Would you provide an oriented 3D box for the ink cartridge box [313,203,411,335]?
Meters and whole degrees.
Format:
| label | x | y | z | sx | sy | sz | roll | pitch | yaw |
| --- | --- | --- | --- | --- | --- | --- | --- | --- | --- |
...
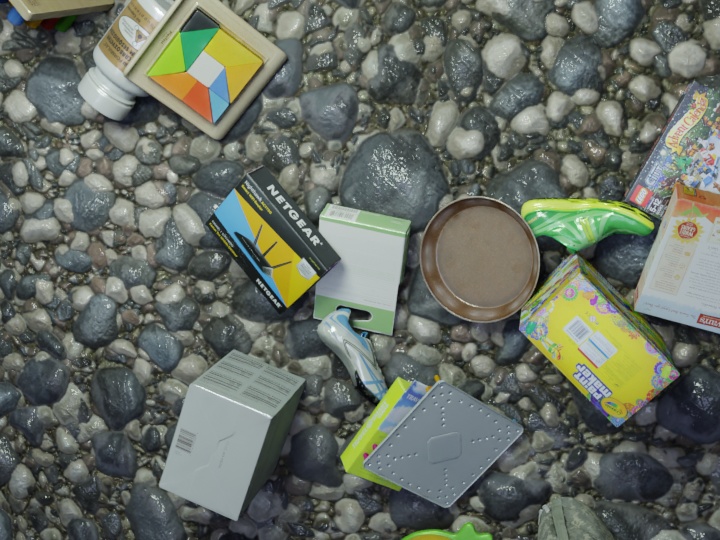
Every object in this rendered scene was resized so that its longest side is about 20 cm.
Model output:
| label | x | y | z | sx | sy | sz | roll | pitch | yaw |
| --- | --- | --- | --- | --- | --- | --- | --- | --- | --- |
| ink cartridge box | 0.000 | 0.000 | 1.452 | 0.145 | 0.048 | 0.201 | 12 | 124 | 10 |

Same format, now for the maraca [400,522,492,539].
| label | x | y | z | sx | sy | sz | roll | pitch | yaw |
| --- | --- | --- | --- | --- | --- | --- | --- | --- | --- |
| maraca | 0.139 | 0.499 | 1.489 | 0.199 | 0.107 | 0.138 | -22 | 95 | 15 |

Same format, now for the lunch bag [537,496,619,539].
| label | x | y | z | sx | sy | sz | roll | pitch | yaw |
| --- | --- | --- | --- | --- | --- | --- | --- | --- | --- |
| lunch bag | 0.351 | 0.470 | 1.395 | 0.139 | 0.200 | 0.168 | -26 | 98 | 13 |

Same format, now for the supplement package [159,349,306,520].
| label | x | y | z | sx | sy | sz | roll | pitch | yaw |
| --- | --- | --- | --- | --- | --- | --- | --- | --- | --- |
| supplement package | -0.209 | 0.266 | 1.467 | 0.146 | 0.200 | 0.192 | 22 | 104 | 7 |

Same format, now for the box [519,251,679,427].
| label | x | y | z | sx | sy | sz | roll | pitch | yaw |
| --- | --- | --- | --- | --- | --- | --- | --- | --- | --- |
| box | 0.352 | 0.094 | 1.320 | 0.200 | 0.193 | 0.122 | 45 | 107 | 1 |

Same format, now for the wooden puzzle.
| label | x | y | z | sx | sy | sz | roll | pitch | yaw |
| --- | --- | --- | --- | --- | --- | --- | --- | --- | --- |
| wooden puzzle | -0.241 | -0.320 | 1.386 | 0.200 | 0.037 | 0.185 | 32 | 109 | -34 |

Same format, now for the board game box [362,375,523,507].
| label | x | y | z | sx | sy | sz | roll | pitch | yaw |
| --- | --- | --- | --- | --- | --- | --- | --- | --- | --- |
| board game box | 0.134 | 0.282 | 1.441 | 0.199 | 0.026 | 0.200 | 32 | 108 | -29 |

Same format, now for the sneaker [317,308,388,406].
| label | x | y | z | sx | sy | sz | roll | pitch | yaw |
| --- | --- | --- | --- | --- | --- | --- | --- | --- | --- |
| sneaker | 0.006 | 0.152 | 1.468 | 0.072 | 0.072 | 0.201 | -38 | 106 | -18 |

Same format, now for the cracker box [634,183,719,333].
| label | x | y | z | sx | sy | sz | roll | pitch | yaw |
| --- | --- | --- | --- | --- | --- | --- | --- | --- | --- |
| cracker box | 0.501 | -0.015 | 1.306 | 0.133 | 0.058 | 0.201 | 16 | 123 | 7 |

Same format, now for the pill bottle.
| label | x | y | z | sx | sy | sz | roll | pitch | yaw |
| --- | --- | --- | --- | --- | --- | --- | --- | --- | --- |
| pill bottle | -0.363 | -0.346 | 1.422 | 0.114 | 0.114 | 0.200 | 43 | 106 | 1 |

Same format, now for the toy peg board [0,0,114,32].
| label | x | y | z | sx | sy | sz | roll | pitch | yaw |
| --- | --- | --- | --- | --- | --- | --- | --- | --- | --- |
| toy peg board | -0.538 | -0.464 | 1.402 | 0.098 | 0.199 | 0.200 | -38 | 92 | 32 |

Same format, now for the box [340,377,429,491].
| label | x | y | z | sx | sy | sz | roll | pitch | yaw |
| --- | --- | --- | --- | --- | --- | --- | --- | --- | --- |
| box | 0.070 | 0.265 | 1.460 | 0.122 | 0.048 | 0.201 | 26 | 108 | -29 |

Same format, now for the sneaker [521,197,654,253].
| label | x | y | z | sx | sy | sz | roll | pitch | yaw |
| --- | --- | --- | --- | --- | --- | --- | --- | --- | --- |
| sneaker | 0.347 | -0.068 | 1.354 | 0.199 | 0.074 | 0.084 | 5 | 101 | 21 |

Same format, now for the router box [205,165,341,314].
| label | x | y | z | sx | sy | sz | roll | pitch | yaw |
| --- | --- | --- | --- | --- | --- | --- | --- | --- | --- |
| router box | -0.145 | -0.048 | 1.438 | 0.200 | 0.051 | 0.149 | 50 | 130 | 2 |

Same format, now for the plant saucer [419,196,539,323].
| label | x | y | z | sx | sy | sz | roll | pitch | yaw |
| --- | --- | --- | --- | --- | --- | --- | --- | --- | --- |
| plant saucer | 0.190 | -0.019 | 1.393 | 0.199 | 0.034 | 0.202 | 6 | 104 | 27 |

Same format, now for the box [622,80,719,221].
| label | x | y | z | sx | sy | sz | roll | pitch | yaw |
| --- | --- | --- | --- | --- | --- | --- | --- | --- | --- |
| box | 0.504 | -0.162 | 1.317 | 0.136 | 0.038 | 0.201 | 28 | 105 | 4 |
